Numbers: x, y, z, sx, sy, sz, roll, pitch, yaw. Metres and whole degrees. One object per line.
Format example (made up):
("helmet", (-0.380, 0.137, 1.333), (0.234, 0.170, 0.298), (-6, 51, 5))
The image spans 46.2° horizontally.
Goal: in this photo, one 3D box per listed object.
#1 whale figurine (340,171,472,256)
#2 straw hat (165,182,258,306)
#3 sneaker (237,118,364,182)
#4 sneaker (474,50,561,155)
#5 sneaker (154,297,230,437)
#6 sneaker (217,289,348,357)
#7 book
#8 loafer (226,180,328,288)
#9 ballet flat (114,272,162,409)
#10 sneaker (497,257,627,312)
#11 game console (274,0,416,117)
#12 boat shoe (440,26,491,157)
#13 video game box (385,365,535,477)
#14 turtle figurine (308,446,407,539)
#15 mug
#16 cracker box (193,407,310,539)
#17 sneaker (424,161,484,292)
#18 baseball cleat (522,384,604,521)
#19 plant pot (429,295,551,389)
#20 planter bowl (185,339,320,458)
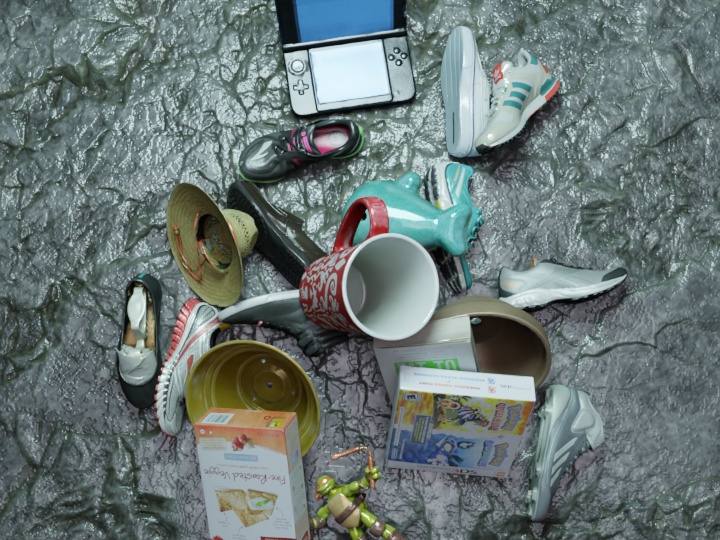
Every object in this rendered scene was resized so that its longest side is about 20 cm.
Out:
("whale figurine", (0.059, -0.067, 1.218), (0.199, 0.104, 0.160), (8, 87, 34))
("straw hat", (-0.197, -0.049, 1.229), (0.085, 0.201, 0.202), (-25, 83, -36))
("sneaker", (-0.092, -0.191, 1.274), (0.199, 0.084, 0.077), (-20, 83, -4))
("sneaker", (0.216, -0.256, 1.269), (0.093, 0.070, 0.200), (50, 62, -9))
("sneaker", (-0.245, 0.145, 1.231), (0.082, 0.078, 0.201), (16, 83, -1))
("sneaker", (-0.104, 0.083, 1.234), (0.199, 0.071, 0.100), (-8, 83, -15))
("book", (0.102, 0.154, 1.180), (0.133, 0.200, 0.048), (-9, 43, 11))
("loafer", (-0.124, -0.058, 1.272), (0.200, 0.073, 0.071), (50, 46, 9))
("ballet flat", (-0.328, 0.102, 1.238), (0.068, 0.068, 0.201), (-2, 83, 0))
("sneaker", (0.302, 0.013, 1.265), (0.199, 0.074, 0.080), (-8, 78, -2))
("game console", (-0.020, -0.340, 1.278), (0.199, 0.118, 0.171), (-9, 83, -2))
("boat shoe", (0.168, -0.273, 1.307), (0.067, 0.073, 0.201), (2, 90, -25))
("video game box", (0.134, 0.215, 1.178), (0.181, 0.200, 0.047), (3, 46, -2))
("turtle figurine", (-0.020, 0.356, 1.216), (0.200, 0.064, 0.161), (-43, 82, 13))
("mug", (0.009, 0.007, 1.140), (0.133, 0.200, 0.178), (27, 76, -19))
("cracker box", (-0.148, 0.295, 1.170), (0.133, 0.058, 0.201), (0, 107, 17))
("sneaker", (0.150, -0.067, 1.272), (0.079, 0.078, 0.201), (-4, 84, -13))
("baseball cleat", (0.300, 0.270, 1.232), (0.106, 0.070, 0.201), (11, 83, 0))
("plant pot", (0.170, 0.103, 1.218), (0.200, 0.201, 0.093), (6, 41, -1))
("planter bowl", (-0.142, 0.179, 1.210), (0.199, 0.083, 0.201), (4, 108, 12))
